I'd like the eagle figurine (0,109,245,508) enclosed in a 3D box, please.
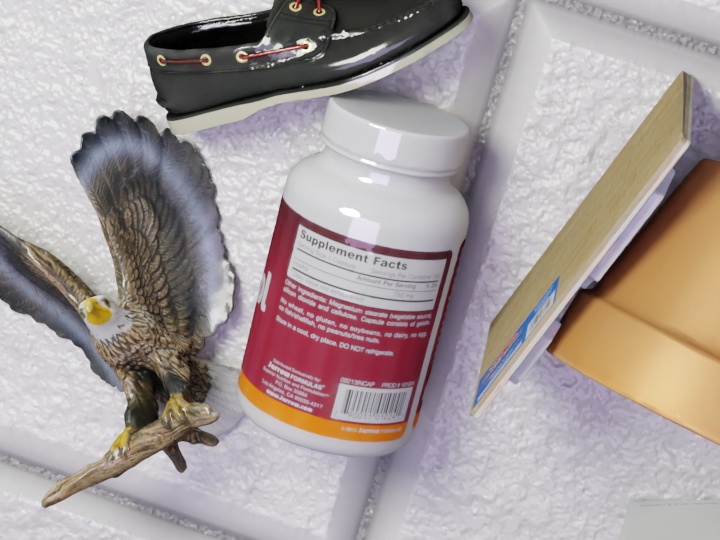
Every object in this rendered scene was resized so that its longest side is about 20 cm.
[{"bbox_3d":[-0.150,0.021,1.471,0.152,0.151,0.200,-13,68,-24],"label":"eagle figurine"}]

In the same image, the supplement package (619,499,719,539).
[{"bbox_3d":[0.226,0.236,1.392,0.152,0.200,0.151,-3,105,13],"label":"supplement package"}]

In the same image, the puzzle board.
[{"bbox_3d":[0.131,-0.014,1.368,0.017,0.151,0.200,34,110,-5],"label":"puzzle board"}]

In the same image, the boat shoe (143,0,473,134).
[{"bbox_3d":[-0.034,-0.136,1.411,0.201,0.074,0.063,-13,110,20],"label":"boat shoe"}]

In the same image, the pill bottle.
[{"bbox_3d":[0.000,0.000,1.422,0.113,0.113,0.200,17,108,7],"label":"pill bottle"}]

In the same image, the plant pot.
[{"bbox_3d":[0.223,0.027,1.350,0.200,0.200,0.140,25,93,4],"label":"plant pot"}]
